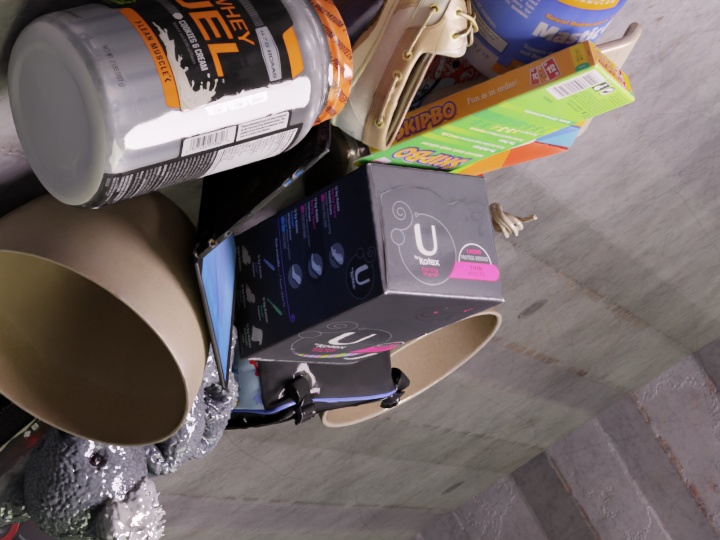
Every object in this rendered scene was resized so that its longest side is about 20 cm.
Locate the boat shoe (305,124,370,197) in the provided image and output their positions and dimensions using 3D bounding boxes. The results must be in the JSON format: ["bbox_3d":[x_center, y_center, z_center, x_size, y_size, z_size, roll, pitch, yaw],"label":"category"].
[{"bbox_3d":[-0.005,-0.072,1.601,0.066,0.072,0.201,-21,157,-13],"label":"boat shoe"}]

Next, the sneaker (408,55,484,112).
[{"bbox_3d":[0.075,-0.174,1.455,0.201,0.067,0.108,-29,166,3],"label":"sneaker"}]

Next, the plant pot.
[{"bbox_3d":[-0.187,0.012,1.381,0.135,0.200,0.200,-62,-175,-37],"label":"plant pot"}]

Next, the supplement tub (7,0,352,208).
[{"bbox_3d":[-0.110,-0.119,1.196,0.199,0.123,0.123,-20,160,-35],"label":"supplement tub"}]

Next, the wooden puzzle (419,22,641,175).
[{"bbox_3d":[0.124,-0.119,1.524,0.199,0.037,0.185,-22,165,-14],"label":"wooden puzzle"}]

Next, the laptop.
[{"bbox_3d":[-0.061,-0.047,1.366,0.200,0.178,0.103,-39,117,23],"label":"laptop"}]

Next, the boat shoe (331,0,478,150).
[{"bbox_3d":[0.048,-0.174,1.345,0.200,0.066,0.074,-55,172,22],"label":"boat shoe"}]

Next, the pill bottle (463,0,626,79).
[{"bbox_3d":[0.148,-0.228,1.353,0.112,0.112,0.200,-21,161,-31],"label":"pill bottle"}]

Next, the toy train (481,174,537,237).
[{"bbox_3d":[0.061,-0.045,1.680,0.115,0.085,0.200,-10,-174,-20],"label":"toy train"}]

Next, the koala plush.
[{"bbox_3d":[-0.199,0.137,1.499,0.184,0.177,0.200,82,25,-48],"label":"koala plush"}]

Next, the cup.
[{"bbox_3d":[0.015,0.039,1.827,0.200,0.144,0.200,-28,163,-10],"label":"cup"}]

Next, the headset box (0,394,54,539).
[{"bbox_3d":[-0.291,0.181,1.661,0.149,0.075,0.200,-40,143,-13],"label":"headset box"}]

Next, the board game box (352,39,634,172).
[{"bbox_3d":[0.096,-0.112,1.405,0.199,0.030,0.095,-23,161,19],"label":"board game box"}]

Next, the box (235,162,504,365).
[{"bbox_3d":[0.000,0.000,1.485,0.122,0.107,0.200,4,161,-36],"label":"box"}]

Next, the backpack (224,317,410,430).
[{"bbox_3d":[-0.091,0.063,1.673,0.199,0.148,0.183,-8,178,38],"label":"backpack"}]
